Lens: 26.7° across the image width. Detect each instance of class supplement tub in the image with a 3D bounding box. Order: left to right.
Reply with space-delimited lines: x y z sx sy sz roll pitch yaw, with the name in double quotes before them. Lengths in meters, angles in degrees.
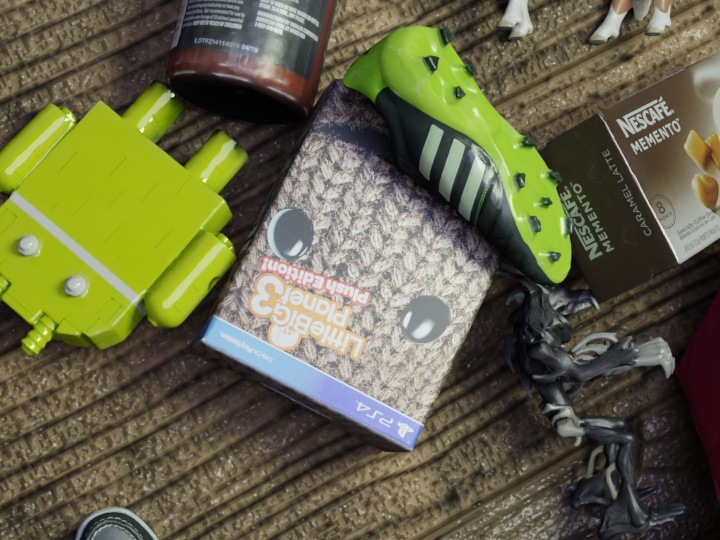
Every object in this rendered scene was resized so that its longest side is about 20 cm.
"supplement tub" -0.063 -0.210 1.051 0.106 0.107 0.201 14 80 -8

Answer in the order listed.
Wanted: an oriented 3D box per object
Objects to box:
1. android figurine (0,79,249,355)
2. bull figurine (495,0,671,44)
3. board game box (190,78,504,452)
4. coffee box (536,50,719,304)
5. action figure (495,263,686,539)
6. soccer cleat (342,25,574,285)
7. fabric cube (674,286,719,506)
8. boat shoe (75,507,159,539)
"android figurine" -0.173 -0.032 1.025 0.182 0.041 0.200 40 78 17
"bull figurine" 0.141 -0.232 1.113 0.198 0.065 0.122 0 87 -8
"board game box" 0.000 0.000 1.042 0.159 0.097 0.201 27 79 -6
"coffee box" 0.219 -0.073 1.056 0.199 0.080 0.115 -26 87 -42
"action figure" 0.162 0.077 1.057 0.101 0.119 0.201 -23 97 -2
"soccer cleat" 0.067 -0.070 0.983 0.200 0.081 0.068 53 44 -19
"fabric cube" 0.352 0.071 1.000 0.195 0.201 0.200 11 125 -13
"boat shoe" -0.138 0.254 1.006 0.075 0.060 0.201 -22 88 -12
